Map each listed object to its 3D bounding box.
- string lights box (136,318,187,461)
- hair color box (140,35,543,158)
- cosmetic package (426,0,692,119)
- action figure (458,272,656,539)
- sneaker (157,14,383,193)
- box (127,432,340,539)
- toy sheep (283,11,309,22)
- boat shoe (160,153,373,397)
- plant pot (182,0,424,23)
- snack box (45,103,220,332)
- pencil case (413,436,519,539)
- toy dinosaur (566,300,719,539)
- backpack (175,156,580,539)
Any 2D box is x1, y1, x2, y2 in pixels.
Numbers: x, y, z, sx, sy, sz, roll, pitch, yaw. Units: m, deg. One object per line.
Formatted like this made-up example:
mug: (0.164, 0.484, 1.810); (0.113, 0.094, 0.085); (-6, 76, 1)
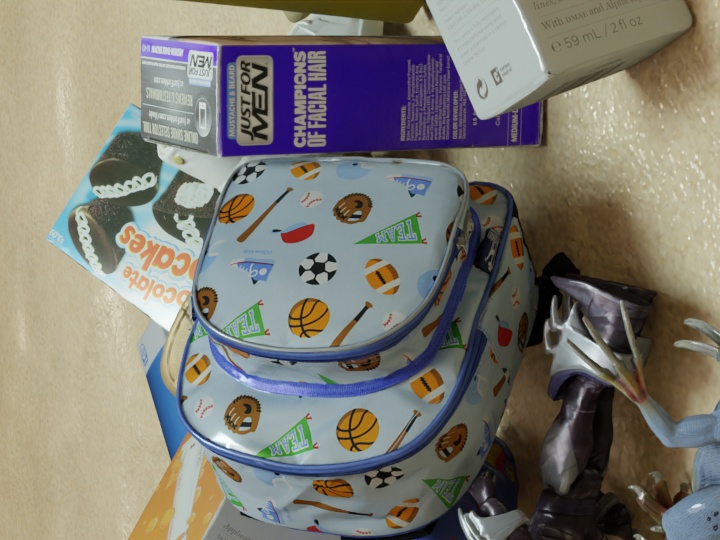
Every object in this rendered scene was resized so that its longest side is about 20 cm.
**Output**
string lights box: (-0.080, 0.122, 1.334); (0.059, 0.102, 0.200); (-53, 50, 53)
hair color box: (-0.011, -0.099, 1.044); (0.109, 0.199, 0.065); (17, 110, 60)
cosmetic package: (0.073, -0.187, 0.936); (0.074, 0.101, 0.200); (-30, 83, 59)
action figure: (0.108, 0.104, 0.968); (0.069, 0.130, 0.201); (13, 94, 29)
sneaker: (-0.058, -0.123, 1.143); (0.074, 0.115, 0.200); (-45, 22, 45)
box: (-0.079, 0.179, 1.181); (0.124, 0.097, 0.200); (-16, 42, 61)
toy sheep: (-0.087, -0.255, 1.243); (0.200, 0.138, 0.138); (55, 155, -12)
boat shoe: (-0.050, 0.005, 1.212); (0.074, 0.069, 0.200); (41, 96, 14)
plant pot: (-0.032, -0.281, 1.072); (0.176, 0.200, 0.200); (-47, 54, 42)
snack box: (-0.115, -0.017, 1.305); (0.200, 0.037, 0.116); (34, 93, 27)
pencil case: (0.041, 0.158, 1.042); (0.078, 0.087, 0.200); (56, -162, -13)
toy dinosaur: (0.189, 0.076, 0.882); (0.200, 0.105, 0.182); (42, 132, 4)
backpack: (-0.005, 0.039, 0.983); (0.154, 0.199, 0.191); (57, -141, -51)
